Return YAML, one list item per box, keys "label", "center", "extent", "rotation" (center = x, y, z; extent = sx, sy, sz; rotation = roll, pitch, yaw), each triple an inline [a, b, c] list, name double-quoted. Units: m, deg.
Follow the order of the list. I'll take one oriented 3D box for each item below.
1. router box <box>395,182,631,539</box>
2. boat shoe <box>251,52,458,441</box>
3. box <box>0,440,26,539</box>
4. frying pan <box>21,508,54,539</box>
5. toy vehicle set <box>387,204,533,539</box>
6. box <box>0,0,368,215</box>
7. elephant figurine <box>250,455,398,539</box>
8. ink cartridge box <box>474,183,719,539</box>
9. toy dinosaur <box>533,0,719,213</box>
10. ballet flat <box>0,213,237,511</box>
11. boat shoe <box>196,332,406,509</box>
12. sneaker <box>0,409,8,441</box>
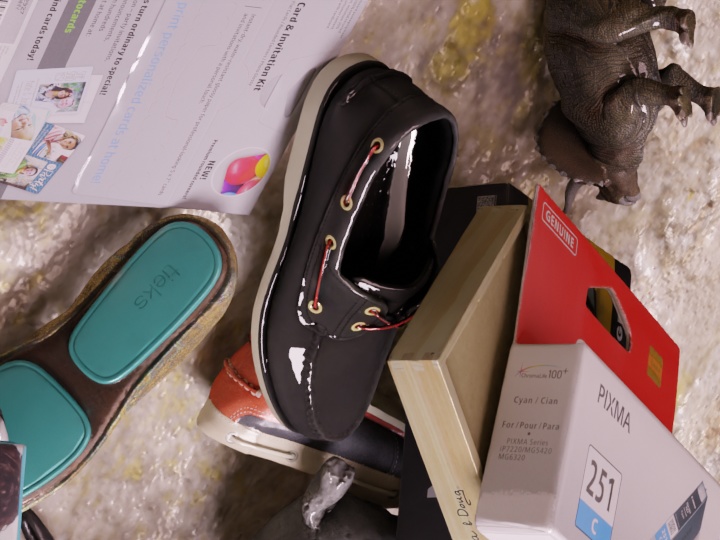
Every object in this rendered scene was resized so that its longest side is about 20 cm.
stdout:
- label: "router box"
  center: [0.082, 0.073, 1.288]
  extent: [0.157, 0.052, 0.202]
  rotation: [29, 62, -56]
- label: "boat shoe"
  center: [-0.002, 0.001, 1.161]
  extent: [0.073, 0.063, 0.203]
  rotation: [-19, 131, -41]
- label: "box"
  center: [-0.242, 0.106, 1.033]
  extent: [0.198, 0.049, 0.083]
  rotation: [4, 86, -14]
- label: "frying pan"
  center: [-0.126, 0.207, 1.252]
  extent: [0.031, 0.115, 0.191]
  rotation: [-33, 85, -36]
- label: "toy vehicle set"
  center: [0.076, 0.086, 1.192]
  extent: [0.124, 0.026, 0.201]
  rotation: [-55, 134, -47]
- label: "box"
  center: [-0.104, -0.097, 1.087]
  extent: [0.199, 0.041, 0.156]
  rotation: [2, 131, -37]
- label: "elephant figurine"
  center: [-0.006, 0.226, 1.250]
  extent: [0.155, 0.141, 0.201]
  rotation: [25, 50, -39]
- label: "ink cartridge box"
  center: [0.128, 0.079, 1.214]
  extent: [0.200, 0.044, 0.177]
  rotation: [43, 53, -52]
- label: "toy dinosaur"
  center: [0.131, -0.119, 1.289]
  extent: [0.077, 0.102, 0.202]
  rotation: [-34, 120, -56]
- label: "ballet flat"
  center: [-0.134, 0.053, 1.166]
  extent: [0.200, 0.071, 0.071]
  rotation: [-43, 133, -4]
- label: "boat shoe"
  center: [-0.004, 0.093, 1.291]
  extent: [0.200, 0.071, 0.063]
  rotation: [34, 92, -43]
- label: "sneaker"
  center: [-0.228, 0.024, 1.067]
  extent: [0.081, 0.075, 0.200]
  rotation: [-41, 122, -4]
